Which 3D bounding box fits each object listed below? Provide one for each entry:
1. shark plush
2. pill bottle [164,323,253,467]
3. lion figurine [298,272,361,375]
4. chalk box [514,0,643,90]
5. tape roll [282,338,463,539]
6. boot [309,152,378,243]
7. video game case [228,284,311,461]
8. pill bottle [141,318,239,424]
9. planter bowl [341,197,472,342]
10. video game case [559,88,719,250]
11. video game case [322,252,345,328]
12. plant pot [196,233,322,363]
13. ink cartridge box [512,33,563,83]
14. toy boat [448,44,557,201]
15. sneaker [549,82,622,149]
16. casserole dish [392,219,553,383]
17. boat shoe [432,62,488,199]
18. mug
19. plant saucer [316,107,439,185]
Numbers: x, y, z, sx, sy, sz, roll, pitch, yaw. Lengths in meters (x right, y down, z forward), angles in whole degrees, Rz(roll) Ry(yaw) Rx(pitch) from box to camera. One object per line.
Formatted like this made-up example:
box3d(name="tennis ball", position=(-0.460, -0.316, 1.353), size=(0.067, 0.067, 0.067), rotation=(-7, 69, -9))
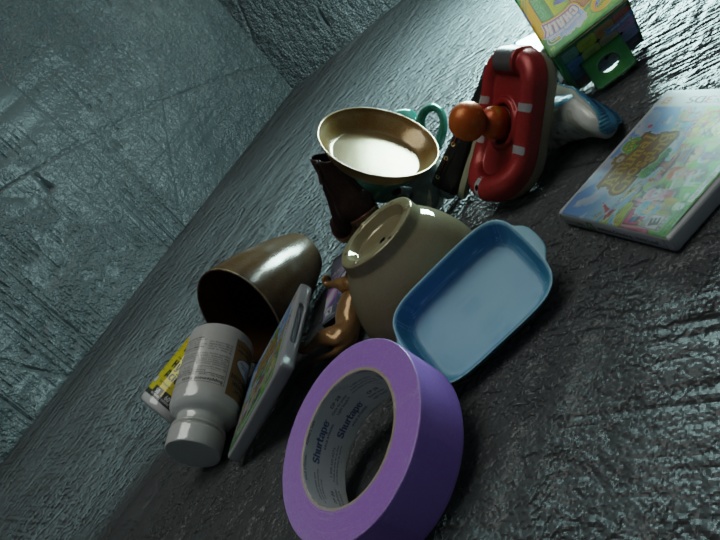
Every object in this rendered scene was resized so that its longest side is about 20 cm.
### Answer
box3d(name="shark plush", position=(0.077, -0.107, 1.067), size=(0.201, 0.083, 0.090), rotation=(-51, 22, -14))
box3d(name="pill bottle", position=(-0.243, 0.199, 1.061), size=(0.113, 0.114, 0.204), rotation=(-29, 38, 35))
box3d(name="lion figurine", position=(-0.018, 0.060, 0.976), size=(0.120, 0.072, 0.206), rotation=(-1, 70, 47))
box3d(name="chalk box", position=(0.318, -0.359, 0.956), size=(0.123, 0.123, 0.204), rotation=(-34, 63, 23))
box3d(name="tape roll", position=(0.007, 0.174, 0.653), size=(0.198, 0.065, 0.205), rotation=(-35, 39, 34))
box3d(name="boot", position=(-0.035, -0.132, 1.152), size=(0.072, 0.169, 0.199), rotation=(-39, 21, -15))
box3d(name="video game case", position=(-0.132, 0.147, 0.974), size=(0.203, 0.022, 0.184), rotation=(-60, 12, 31))
box3d(name="pill bottle", position=(-0.293, 0.184, 1.204), size=(0.202, 0.111, 0.110), rotation=(-54, 23, -20))
box3d(name="planter bowl", position=(0.059, -0.005, 0.850), size=(0.198, 0.135, 0.202), rotation=(-37, 22, 18))
box3d(name="video game case", position=(0.327, -0.115, 0.698), size=(0.200, 0.022, 0.182), rotation=(-48, 21, -3))
box3d(name="video game case", position=(0.000, 0.000, 1.114), size=(0.141, 0.019, 0.202), rotation=(-37, 24, 23))
box3d(name="plant pot", position=(-0.156, 0.026, 1.176), size=(0.184, 0.189, 0.200), rotation=(-23, 17, 43))
box3d(name="ink cartridge box", position=(0.265, -0.306, 1.093), size=(0.115, 0.067, 0.202), rotation=(-6, 44, 57))
box3d(name="toy boat", position=(0.176, -0.195, 0.886), size=(0.127, 0.207, 0.130), rotation=(-3, 18, -21))
box3d(name="sneaker", position=(0.278, -0.203, 0.896), size=(0.082, 0.075, 0.201), rotation=(-63, 21, 16))
box3d(name="casserole dish", position=(0.124, 0.038, 0.724), size=(0.200, 0.039, 0.122), rotation=(-44, 55, 7))
box3d(name="boat shoe", position=(0.163, -0.216, 1.002), size=(0.073, 0.062, 0.207), rotation=(-21, -49, -68))
box3d(name="mug", position=(0.065, -0.197, 1.162), size=(0.149, 0.117, 0.185), rotation=(-20, -12, -34))
box3d(name="plant saucer", position=(0.026, -0.189, 1.037), size=(0.203, 0.194, 0.036), rotation=(-72, -5, -49))
